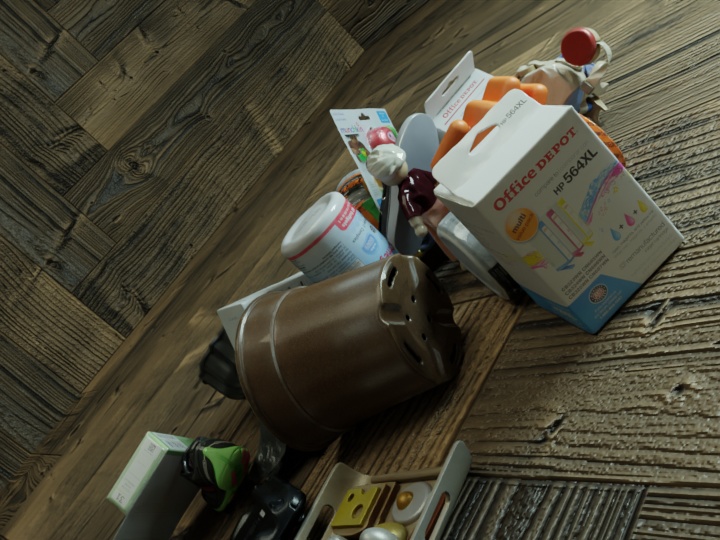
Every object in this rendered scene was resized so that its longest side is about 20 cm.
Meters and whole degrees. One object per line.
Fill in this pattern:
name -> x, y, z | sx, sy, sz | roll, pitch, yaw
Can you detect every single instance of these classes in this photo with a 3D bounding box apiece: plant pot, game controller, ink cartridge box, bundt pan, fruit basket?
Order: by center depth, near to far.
ink cartridge box -> 0.177, -0.062, 0.763 | 0.129, 0.200, 0.125 | -46, 17, 1
game controller -> -0.106, 0.285, 0.886 | 0.104, 0.042, 0.200 | -66, 8, -14
plant pot -> -0.005, 0.085, 0.911 | 0.198, 0.200, 0.200 | -25, 25, 33
ink cartridge box -> -0.288, 0.321, 1.076 | 0.200, 0.048, 0.146 | -57, -24, -4
ink cartridge box -> 0.164, -0.205, 1.155 | 0.116, 0.067, 0.200 | -50, -27, -13
fruit basket -> 0.048, -0.164, 1.219 | 0.094, 0.200, 0.185 | -23, -2, 30
bundt pan -> -0.156, 0.124, 1.249 | 0.202, 0.076, 0.202 | -45, -18, -19

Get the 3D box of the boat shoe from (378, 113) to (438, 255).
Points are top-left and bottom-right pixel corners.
boat shoe -> 0.059, -0.117, 1.103 | 0.066, 0.070, 0.200 | 13, 100, 55

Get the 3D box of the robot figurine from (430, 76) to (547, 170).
robot figurine -> 0.172, -0.140, 0.997 | 0.117, 0.144, 0.200 | 19, 102, 33

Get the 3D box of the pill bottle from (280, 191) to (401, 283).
pill bottle -> 0.000, 0.000, 1.048 | 0.109, 0.200, 0.109 | -41, 18, 17

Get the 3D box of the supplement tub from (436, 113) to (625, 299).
supplement tub -> 0.193, -0.075, 0.892 | 0.200, 0.123, 0.123 | -46, 17, 0

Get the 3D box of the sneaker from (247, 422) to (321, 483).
sneaker -> -0.090, 0.173, 1.033 | 0.104, 0.060, 0.200 | -17, 60, 38

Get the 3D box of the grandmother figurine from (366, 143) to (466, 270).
grandmother figurine -> 0.086, -0.087, 1.041 | 0.061, 0.200, 0.121 | -36, 19, 31

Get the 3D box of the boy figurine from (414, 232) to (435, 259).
boy figurine -> 0.072, -0.022, 1.162 | 0.200, 0.064, 0.124 | -42, 14, 17

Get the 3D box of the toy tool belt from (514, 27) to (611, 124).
toy tool belt -> 0.273, -0.242, 1.071 | 0.123, 0.125, 0.200 | -24, -28, -46

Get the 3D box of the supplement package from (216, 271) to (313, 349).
supplement package -> -0.081, 0.061, 1.135 | 0.200, 0.110, 0.114 | -26, 5, -27

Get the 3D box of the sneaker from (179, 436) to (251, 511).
sneaker -> -0.195, 0.262, 1.058 | 0.077, 0.084, 0.200 | -58, -6, -32

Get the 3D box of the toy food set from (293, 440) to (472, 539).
toy food set -> 0.007, 0.232, 0.741 | 0.200, 0.060, 0.144 | -25, 27, 50

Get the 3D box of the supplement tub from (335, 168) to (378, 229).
supplement tub -> 0.017, -0.099, 1.372 | 0.123, 0.123, 0.200 | -43, 17, 11
